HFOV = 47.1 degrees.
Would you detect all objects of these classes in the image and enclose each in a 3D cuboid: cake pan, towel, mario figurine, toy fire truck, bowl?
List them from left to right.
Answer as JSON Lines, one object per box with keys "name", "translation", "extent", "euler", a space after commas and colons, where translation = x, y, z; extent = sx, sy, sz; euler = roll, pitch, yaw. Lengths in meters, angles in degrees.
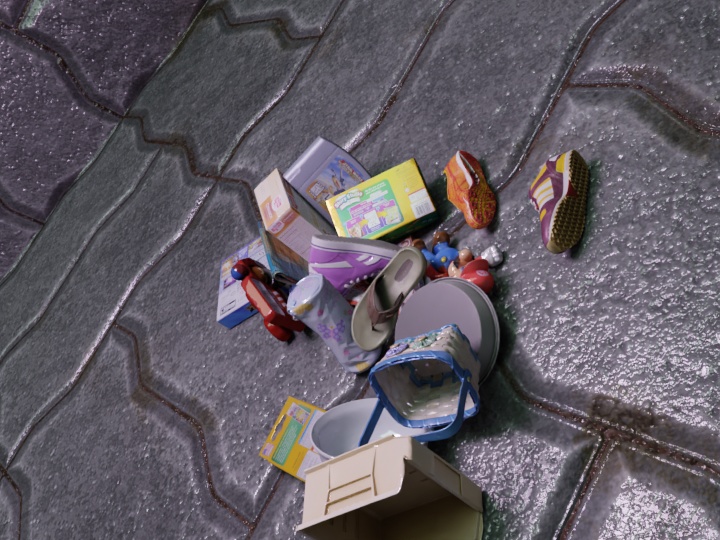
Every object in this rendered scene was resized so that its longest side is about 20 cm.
{"name": "toy fire truck", "translation": [-0.188, 0.044, 1.690], "extent": [0.112, 0.168, 0.201], "euler": [-44, 61, 9]}
{"name": "towel", "translation": [-0.139, -0.026, 1.740], "extent": [0.022, 0.145, 0.201], "euler": [-54, 33, 23]}
{"name": "bowl", "translation": [0.021, 0.289, 1.316], "extent": [0.197, 0.092, 0.202], "euler": [-4, 19, 1]}
{"name": "cake pan", "translation": [0.135, 0.109, 1.359], "extent": [0.198, 0.036, 0.204], "euler": [-8, 78, 38]}
{"name": "mario figurine", "translation": [0.165, -0.023, 1.444], "extent": [0.124, 0.106, 0.200], "euler": [-49, 35, 0]}

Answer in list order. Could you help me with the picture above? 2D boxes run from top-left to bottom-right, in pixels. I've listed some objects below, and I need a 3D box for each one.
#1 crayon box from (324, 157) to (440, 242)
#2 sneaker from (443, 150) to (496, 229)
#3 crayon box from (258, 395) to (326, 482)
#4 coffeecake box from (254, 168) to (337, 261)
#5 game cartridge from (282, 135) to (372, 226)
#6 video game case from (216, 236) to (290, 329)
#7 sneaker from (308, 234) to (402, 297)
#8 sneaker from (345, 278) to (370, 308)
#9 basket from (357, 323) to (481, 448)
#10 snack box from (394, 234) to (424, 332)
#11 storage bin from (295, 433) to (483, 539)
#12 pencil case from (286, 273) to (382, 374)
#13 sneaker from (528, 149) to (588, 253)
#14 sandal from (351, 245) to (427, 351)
{"name": "crayon box", "translation": [0.042, -0.119, 1.612], "extent": [0.198, 0.058, 0.120], "euler": [-25, 71, 9]}
{"name": "sneaker", "translation": [0.202, -0.139, 1.546], "extent": [0.077, 0.072, 0.202], "euler": [-54, 26, 35]}
{"name": "crayon box", "translation": [-0.084, 0.312, 1.476], "extent": [0.199, 0.051, 0.127], "euler": [11, 69, 50]}
{"name": "coffeecake box", "translation": [-0.119, -0.097, 1.727], "extent": [0.073, 0.199, 0.154], "euler": [-40, 38, 14]}
{"name": "game cartridge", "translation": [-0.047, -0.176, 1.721], "extent": [0.133, 0.200, 0.042], "euler": [-44, 15, 12]}
{"name": "video game case", "translation": [-0.243, 0.013, 1.900], "extent": [0.198, 0.045, 0.183], "euler": [-30, 43, 27]}
{"name": "sneaker", "translation": [0.000, 0.000, 1.549], "extent": [0.073, 0.197, 0.116], "euler": [-100, 16, -77]}
{"name": "sneaker", "translation": [-0.004, 0.030, 1.611], "extent": [0.200, 0.067, 0.109], "euler": [3, 64, 51]}
{"name": "basket", "translation": [0.089, 0.185, 1.232], "extent": [0.175, 0.140, 0.201], "euler": [-21, 31, 32]}
{"name": "snack box", "translation": [0.084, 0.024, 1.556], "extent": [0.071, 0.024, 0.202], "euler": [-32, 41, 25]}
{"name": "storage bin", "translation": [0.047, 0.340, 1.188], "extent": [0.197, 0.200, 0.095], "euler": [-28, 40, 28]}
{"name": "pencil case", "translation": [-0.045, 0.097, 1.489], "extent": [0.082, 0.200, 0.091], "euler": [-7, 44, 49]}
{"name": "sneaker", "translation": [0.322, -0.106, 1.379], "extent": [0.089, 0.075, 0.202], "euler": [-19, 41, 47]}
{"name": "sandal", "translation": [0.041, 0.046, 1.422], "extent": [0.079, 0.057, 0.203], "euler": [32, 104, 13]}
